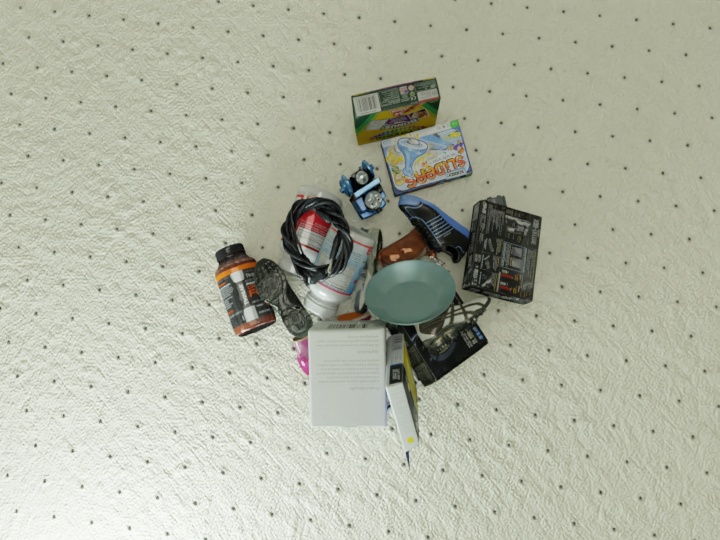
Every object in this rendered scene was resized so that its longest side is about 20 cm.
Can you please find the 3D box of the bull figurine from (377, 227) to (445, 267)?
[{"bbox_3d":[0.136,-0.048,1.474,0.197,0.065,0.123,-31,86,-10],"label":"bull figurine"}]

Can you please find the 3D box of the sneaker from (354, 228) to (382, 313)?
[{"bbox_3d":[0.000,0.000,1.484,0.084,0.078,0.205,6,78,16],"label":"sneaker"}]

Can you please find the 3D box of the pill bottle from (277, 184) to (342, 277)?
[{"bbox_3d":[-0.123,-0.086,1.467,0.110,0.112,0.204,19,85,4],"label":"pill bottle"}]

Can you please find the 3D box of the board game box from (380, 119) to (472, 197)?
[{"bbox_3d":[0.159,-0.271,1.520,0.195,0.034,0.139,-16,83,0],"label":"board game box"}]

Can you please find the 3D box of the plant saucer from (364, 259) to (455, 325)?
[{"bbox_3d":[0.107,0.056,1.343,0.196,0.039,0.203,-8,40,6],"label":"plant saucer"}]

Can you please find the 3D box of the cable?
[{"bbox_3d":[-0.097,-0.077,1.355,0.162,0.050,0.204,-34,65,27],"label":"cable"}]

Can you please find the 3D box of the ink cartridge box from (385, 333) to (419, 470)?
[{"bbox_3d":[0.095,0.270,1.317,0.046,0.198,0.204,-14,111,9],"label":"ink cartridge box"}]

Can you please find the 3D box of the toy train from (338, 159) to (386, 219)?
[{"bbox_3d":[0.010,-0.180,1.436,0.086,0.200,0.116,-34,94,-3],"label":"toy train"}]

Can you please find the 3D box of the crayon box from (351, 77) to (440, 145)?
[{"bbox_3d":[0.081,-0.367,1.463,0.195,0.173,0.060,-12,80,0],"label":"crayon box"}]

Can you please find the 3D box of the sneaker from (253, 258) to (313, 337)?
[{"bbox_3d":[-0.179,0.065,1.437,0.075,0.091,0.203,-31,90,-3],"label":"sneaker"}]

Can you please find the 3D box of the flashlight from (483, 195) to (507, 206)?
[{"bbox_3d":[0.330,-0.072,1.475,0.066,0.068,0.205,-10,85,-11],"label":"flashlight"}]

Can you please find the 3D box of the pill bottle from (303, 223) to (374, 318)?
[{"bbox_3d":[-0.053,-0.001,1.411,0.107,0.109,0.204,26,100,5],"label":"pill bottle"}]

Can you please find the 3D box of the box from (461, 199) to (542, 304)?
[{"bbox_3d":[0.319,-0.041,1.410,0.154,0.050,0.205,13,76,-11],"label":"box"}]

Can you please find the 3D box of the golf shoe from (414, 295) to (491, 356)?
[{"bbox_3d":[0.200,0.092,1.355,0.198,0.078,0.095,-32,71,-31],"label":"golf shoe"}]

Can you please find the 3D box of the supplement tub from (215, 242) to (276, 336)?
[{"bbox_3d":[-0.274,0.043,1.459,0.105,0.107,0.204,-21,84,-1],"label":"supplement tub"}]

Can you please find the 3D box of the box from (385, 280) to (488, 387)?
[{"bbox_3d":[0.164,0.129,1.421,0.162,0.086,0.202,-29,81,-22],"label":"box"}]

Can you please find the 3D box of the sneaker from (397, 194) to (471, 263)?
[{"bbox_3d":[0.162,-0.093,1.416,0.197,0.070,0.079,30,71,-12],"label":"sneaker"}]

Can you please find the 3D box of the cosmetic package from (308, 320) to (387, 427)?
[{"bbox_3d":[-0.023,0.217,1.350,0.160,0.165,0.206,0,92,2],"label":"cosmetic package"}]

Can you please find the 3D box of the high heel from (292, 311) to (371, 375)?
[{"bbox_3d":[-0.058,0.169,1.471,0.196,0.067,0.098,-24,111,-13],"label":"high heel"}]

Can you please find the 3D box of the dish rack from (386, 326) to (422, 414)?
[{"bbox_3d":[0.050,0.230,1.461,0.199,0.044,0.173,-40,85,-3],"label":"dish rack"}]
